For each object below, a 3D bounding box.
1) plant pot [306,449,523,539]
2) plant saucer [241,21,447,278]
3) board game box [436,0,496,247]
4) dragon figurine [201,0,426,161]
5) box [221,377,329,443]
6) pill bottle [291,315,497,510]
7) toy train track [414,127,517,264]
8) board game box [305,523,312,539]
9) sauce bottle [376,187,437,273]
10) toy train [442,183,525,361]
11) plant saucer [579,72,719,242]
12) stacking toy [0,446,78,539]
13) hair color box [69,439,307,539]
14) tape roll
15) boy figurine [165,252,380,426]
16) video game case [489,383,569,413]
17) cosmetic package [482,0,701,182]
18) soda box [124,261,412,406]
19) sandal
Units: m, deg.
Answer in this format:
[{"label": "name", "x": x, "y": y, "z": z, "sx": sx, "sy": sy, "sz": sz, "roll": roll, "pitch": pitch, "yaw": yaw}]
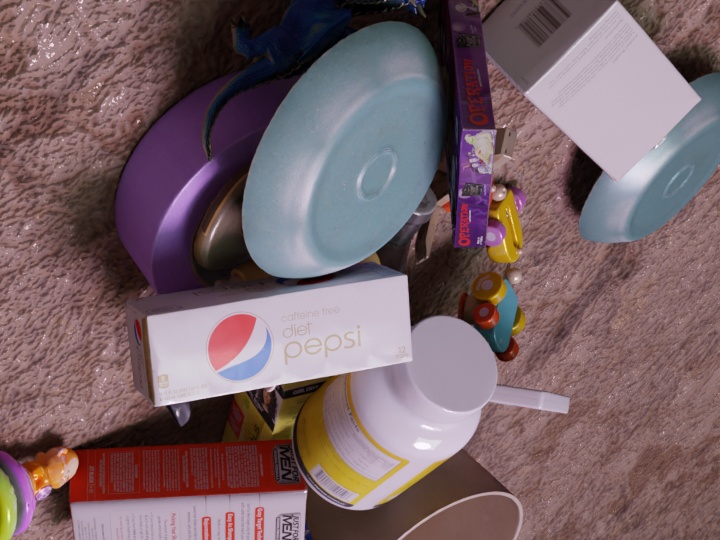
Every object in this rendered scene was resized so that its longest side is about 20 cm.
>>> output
[{"label": "plant pot", "x": 0.018, "y": 0.201, "z": 1.500, "sx": 0.186, "sy": 0.200, "sz": 0.188, "roll": -24, "pitch": 142, "yaw": -21}, {"label": "plant saucer", "x": 0.001, "y": -0.074, "z": 1.127, "sx": 0.200, "sy": 0.036, "sz": 0.201, "roll": -37, "pitch": 146, "yaw": -31}, {"label": "board game box", "x": 0.076, "y": -0.130, "z": 1.194, "sx": 0.032, "sy": 0.201, "sz": 0.120, "roll": 1, "pitch": 138, "yaw": -4}, {"label": "dragon figurine", "x": -0.032, "y": -0.155, "z": 1.117, "sx": 0.200, "sy": 0.099, "sz": 0.059, "roll": -53, "pitch": 146, "yaw": -15}, {"label": "box", "x": -0.084, "y": 0.147, "z": 1.457, "sx": 0.050, "sy": 0.075, "sz": 0.201, "roll": -12, "pitch": 138, "yaw": -31}, {"label": "pill bottle", "x": 0.029, "y": 0.112, "z": 1.302, "sx": 0.111, "sy": 0.113, "sz": 0.200, "roll": -14, "pitch": 162, "yaw": -32}, {"label": "toy train track", "x": 0.067, "y": -0.076, "z": 1.304, "sx": 0.032, "sy": 0.115, "sz": 0.200, "roll": 20, "pitch": 160, "yaw": -17}, {"label": "board game box", "x": -0.093, "y": 0.367, "z": 1.582, "sx": 0.199, "sy": 0.200, "sz": 0.200, "roll": 13, "pitch": 120, "yaw": -49}, {"label": "sauce bottle", "x": 0.000, "y": 0.000, "z": 1.339, "sx": 0.066, "sy": 0.066, "sz": 0.200, "roll": -9, "pitch": 151, "yaw": -37}, {"label": "toy train", "x": 0.096, "y": -0.010, "z": 1.425, "sx": 0.150, "sy": 0.055, "sz": 0.202, "roll": -14, "pitch": 104, "yaw": -61}, {"label": "plant saucer", "x": 0.288, "y": -0.095, "z": 1.521, "sx": 0.200, "sy": 0.036, "sz": 0.200, "roll": -38, "pitch": 157, "yaw": -19}, {"label": "stacking toy", "x": -0.302, "y": 0.183, "z": 1.284, "sx": 0.199, "sy": 0.110, "sz": 0.117, "roll": -17, "pitch": 139, "yaw": -46}, {"label": "hair color box", "x": -0.148, "y": 0.204, "z": 1.399, "sx": 0.198, "sy": 0.061, "sz": 0.102, "roll": -1, "pitch": 134, "yaw": -7}, {"label": "tape roll", "x": -0.084, "y": -0.055, "z": 1.235, "sx": 0.199, "sy": 0.066, "sz": 0.201, "roll": -24, "pitch": 143, "yaw": -20}, {"label": "boy figurine", "x": -0.070, "y": 0.042, "z": 1.245, "sx": 0.199, "sy": 0.064, "sz": 0.125, "roll": -27, "pitch": 134, "yaw": -14}, {"label": "video game case", "x": 0.078, "y": 0.103, "z": 1.445, "sx": 0.143, "sy": 0.199, "sz": 0.018, "roll": 21, "pitch": 78, "yaw": -73}, {"label": "cosmetic package", "x": 0.192, "y": -0.167, "z": 1.350, "sx": 0.108, "sy": 0.085, "sz": 0.200, "roll": -44, "pitch": 146, "yaw": 9}, {"label": "soda box", "x": -0.065, "y": 0.044, "z": 1.171, "sx": 0.199, "sy": 0.064, "sz": 0.069, "roll": -9, "pitch": 102, "yaw": -20}, {"label": "sandal", "x": -0.030, "y": -0.054, "z": 1.181, "sx": 0.199, "sy": 0.054, "sz": 0.081, "roll": -25, "pitch": 143, "yaw": -21}]
